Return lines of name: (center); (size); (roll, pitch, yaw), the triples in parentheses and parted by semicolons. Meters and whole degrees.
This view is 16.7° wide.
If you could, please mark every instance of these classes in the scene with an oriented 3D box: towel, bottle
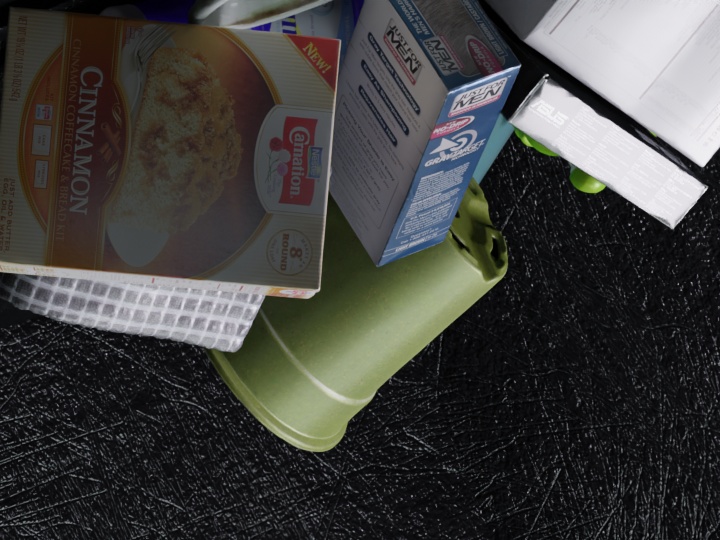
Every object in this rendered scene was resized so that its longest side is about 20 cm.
towel: (-0.130, -0.039, 1.615); (0.199, 0.166, 0.086); (13, -161, -33)
bottle: (-0.080, -0.155, 1.597); (0.199, 0.084, 0.065); (-9, -173, -40)

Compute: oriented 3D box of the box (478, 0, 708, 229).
box: (0.124, -0.129, 1.688); (0.200, 0.193, 0.048); (29, 103, -43)

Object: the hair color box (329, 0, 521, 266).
hair color box: (0.033, -0.102, 1.608); (0.060, 0.100, 0.200); (-21, 155, -26)

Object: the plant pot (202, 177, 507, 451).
plant pot: (0.000, 0.000, 1.785); (0.190, 0.201, 0.200); (-32, 174, 21)

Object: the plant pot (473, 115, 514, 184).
plant pot: (0.041, -0.143, 1.871); (0.142, 0.141, 0.200); (-57, 170, -12)

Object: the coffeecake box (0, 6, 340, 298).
coffeecake box: (-0.118, -0.069, 1.479); (0.199, 0.154, 0.073); (5, 176, -6)

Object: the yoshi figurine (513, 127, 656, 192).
yoshi figurine: (0.175, -0.135, 1.906); (0.111, 0.113, 0.200); (4, -152, 9)

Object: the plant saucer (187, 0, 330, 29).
plant saucer: (-0.019, -0.204, 1.485); (0.199, 0.050, 0.200); (-23, 178, -1)

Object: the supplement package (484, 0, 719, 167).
supplement package: (0.185, -0.178, 1.671); (0.200, 0.110, 0.114); (31, 105, -38)
